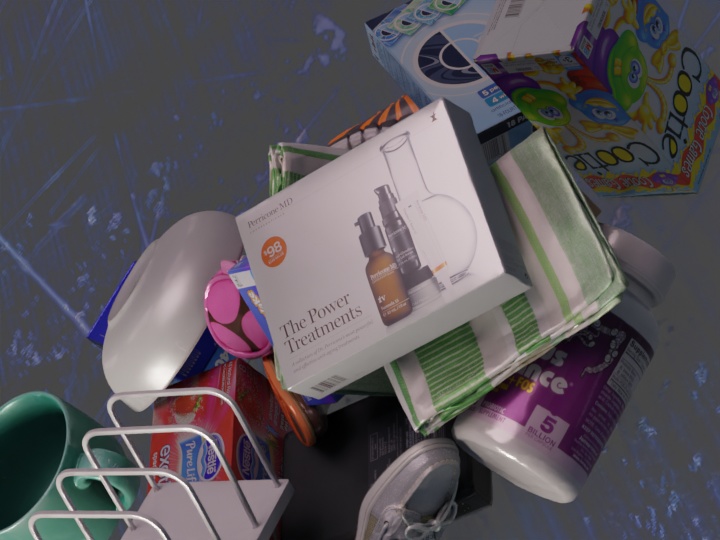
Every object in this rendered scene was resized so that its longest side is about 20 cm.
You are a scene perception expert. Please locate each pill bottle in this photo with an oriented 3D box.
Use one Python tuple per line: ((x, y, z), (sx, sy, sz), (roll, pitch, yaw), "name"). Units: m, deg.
((0.162, 0.068, 1.492), (0.112, 0.112, 0.201), (16, 72, 49), "pill bottle")

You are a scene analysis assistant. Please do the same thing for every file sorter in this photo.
((-0.168, 0.199, 1.501), (0.138, 0.125, 0.201), (-5, 36, 30), "file sorter")

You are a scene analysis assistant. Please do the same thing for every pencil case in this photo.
((-0.047, -0.003, 1.692), (0.090, 0.094, 0.200), (0, 24, 40), "pencil case")

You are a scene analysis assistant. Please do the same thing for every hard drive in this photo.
((0.018, 0.165, 1.616), (0.199, 0.033, 0.140), (-25, 45, 28), "hard drive")

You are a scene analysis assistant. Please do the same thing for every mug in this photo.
((-0.283, 0.211, 1.802), (0.152, 0.114, 0.185), (-51, 40, -3), "mug")

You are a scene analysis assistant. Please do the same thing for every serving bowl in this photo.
((-0.180, 0.026, 1.756), (0.201, 0.066, 0.200), (-53, 15, 20), "serving bowl")

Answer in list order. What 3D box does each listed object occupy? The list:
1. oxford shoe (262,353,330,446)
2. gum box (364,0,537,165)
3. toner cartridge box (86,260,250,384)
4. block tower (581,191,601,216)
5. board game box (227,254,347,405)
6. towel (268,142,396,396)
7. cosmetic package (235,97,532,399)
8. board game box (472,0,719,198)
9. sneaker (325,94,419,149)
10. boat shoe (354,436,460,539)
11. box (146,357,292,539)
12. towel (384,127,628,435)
((-0.042, 0.083, 1.685), (0.072, 0.072, 0.200), (-22, 27, 3), "oxford shoe")
((0.123, -0.192, 1.722), (0.169, 0.045, 0.200), (-28, 47, -11), "gum box")
((-0.179, 0.059, 1.880), (0.199, 0.043, 0.095), (19, 75, 50), "toner cartridge box")
((0.123, -0.026, 1.564), (0.054, 0.058, 0.200), (-45, 1, -20), "block tower")
((0.000, 0.000, 1.620), (0.200, 0.135, 0.045), (-39, 16, -32), "board game box")
((-0.006, 0.000, 1.570), (0.023, 0.151, 0.202), (-16, 73, 55), "towel")
((0.014, -0.015, 1.451), (0.199, 0.052, 0.152), (-29, 63, 22), "cosmetic package")
((0.199, -0.157, 1.563), (0.102, 0.200, 0.106), (0, 59, 43), "board game box")
((0.058, -0.149, 1.805), (0.198, 0.078, 0.113), (-16, 45, 21), "sneaker")
((0.030, 0.222, 1.505), (0.065, 0.074, 0.203), (42, 112, 37), "boat shoe")
((-0.120, 0.191, 1.678), (0.099, 0.095, 0.201), (-23, 46, 27), "box")
((0.091, 0.010, 1.449), (0.200, 0.023, 0.153), (-37, 61, 20), "towel")
